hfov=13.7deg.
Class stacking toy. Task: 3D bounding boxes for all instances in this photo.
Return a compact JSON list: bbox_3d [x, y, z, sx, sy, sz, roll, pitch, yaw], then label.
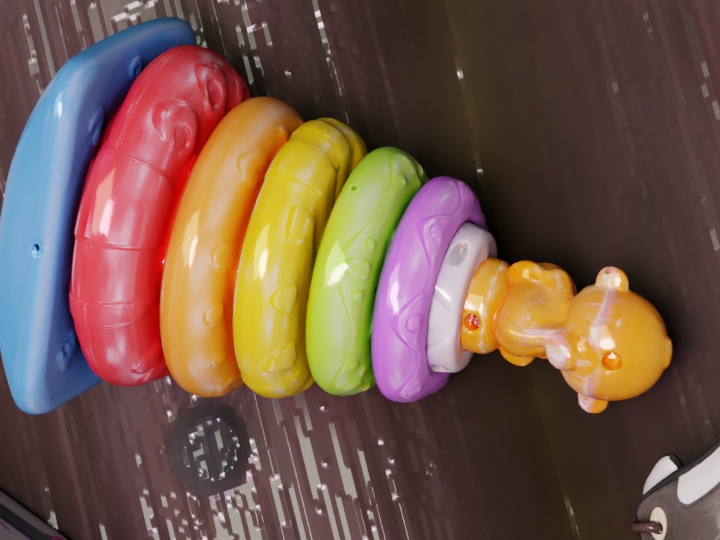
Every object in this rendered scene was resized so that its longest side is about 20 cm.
[{"bbox_3d":[0.000,0.000,0.907,0.199,0.110,0.117,14,107,17],"label":"stacking toy"}]

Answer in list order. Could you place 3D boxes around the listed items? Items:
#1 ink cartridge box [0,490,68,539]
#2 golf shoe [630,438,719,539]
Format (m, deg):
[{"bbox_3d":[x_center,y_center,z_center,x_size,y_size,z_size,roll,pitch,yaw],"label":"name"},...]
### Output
[{"bbox_3d":[-0.152,0.113,0.941,0.200,0.145,0.088,34,99,26],"label":"ink cartridge box"},{"bbox_3d":[0.113,0.104,0.851,0.094,0.078,0.201,26,89,33],"label":"golf shoe"}]
